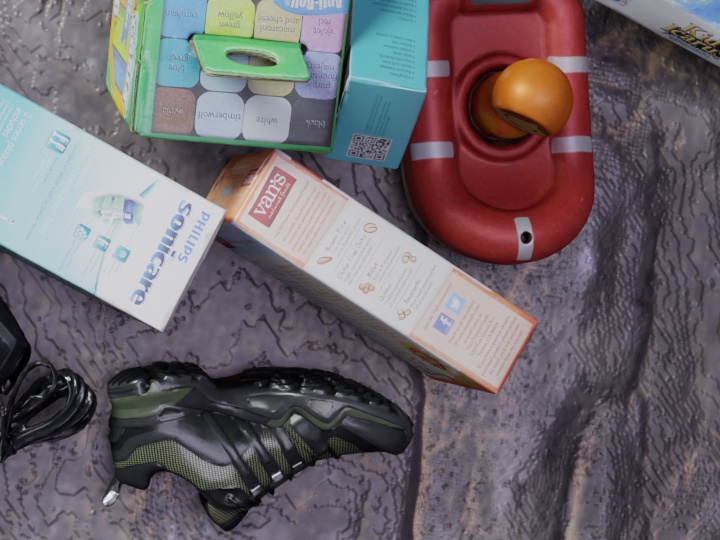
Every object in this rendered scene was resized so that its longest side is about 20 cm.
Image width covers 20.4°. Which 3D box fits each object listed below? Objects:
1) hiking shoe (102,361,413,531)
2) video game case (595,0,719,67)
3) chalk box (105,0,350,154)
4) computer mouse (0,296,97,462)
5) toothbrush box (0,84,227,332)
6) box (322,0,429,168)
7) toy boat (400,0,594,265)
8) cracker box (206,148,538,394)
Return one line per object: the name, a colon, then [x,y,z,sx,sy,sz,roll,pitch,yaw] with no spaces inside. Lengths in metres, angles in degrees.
hiking shoe: [-0.066,0.115,1.281,0.198,0.076,0.102,5,98,-6]
video game case: [0.228,-0.248,1.331,0.180,0.045,0.201,24,67,-14]
chalk box: [-0.077,-0.145,1.188,0.123,0.200,0.125,4,103,-15]
computer mouse: [-0.266,0.038,1.223,0.138,0.053,0.201,-31,107,5]
toothbrush box: [-0.194,-0.048,1.197,0.199,0.146,0.086,30,85,-13]
box: [0.012,-0.169,1.235,0.049,0.082,0.201,8,57,-9]
toy boat: [0.097,-0.104,1.283,0.129,0.131,0.202,-5,92,-15]
cracker box: [0.000,0.000,1.257,0.199,0.134,0.058,32,83,-14]
